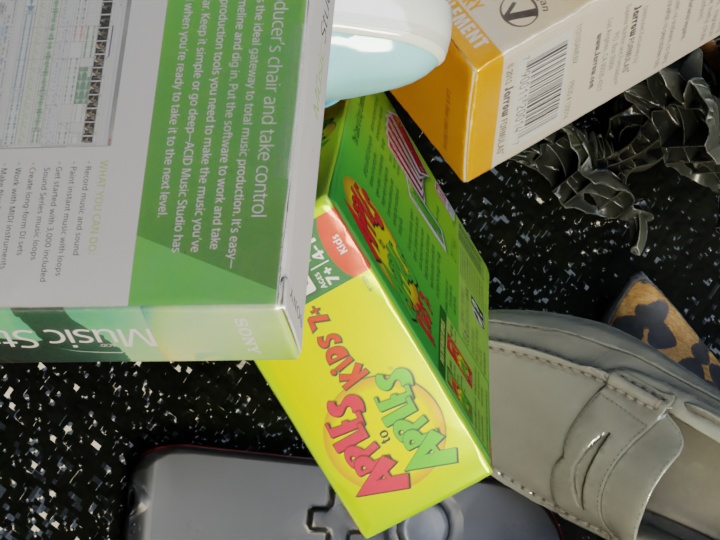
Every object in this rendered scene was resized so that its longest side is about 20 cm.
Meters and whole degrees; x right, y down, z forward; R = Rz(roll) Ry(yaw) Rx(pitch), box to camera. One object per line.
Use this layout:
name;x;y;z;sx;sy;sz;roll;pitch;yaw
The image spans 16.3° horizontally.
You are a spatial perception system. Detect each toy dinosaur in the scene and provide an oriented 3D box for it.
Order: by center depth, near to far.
toy dinosaur;0.137;-0.082;0.974;0.200;0.102;0.136;42;54;2

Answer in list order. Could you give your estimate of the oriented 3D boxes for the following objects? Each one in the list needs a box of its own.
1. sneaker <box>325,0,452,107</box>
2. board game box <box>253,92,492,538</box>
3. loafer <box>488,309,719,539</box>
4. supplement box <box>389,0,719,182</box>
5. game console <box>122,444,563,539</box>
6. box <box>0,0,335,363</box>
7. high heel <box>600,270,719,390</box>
sneaker;-0.066;-0.046;0.813;0.199;0.074;0.083;-7;81;11
board game box;0.000;0.000;0.844;0.047;0.200;0.102;-29;104;11
loafer;0.104;0.068;0.919;0.199;0.070;0.070;18;111;10
supplement box;0.083;-0.138;0.891;0.199;0.074;0.126;-31;65;-17
game console;-0.011;0.171;0.926;0.176;0.031;0.201;8;85;-26
box;-0.109;-0.043;0.747;0.199;0.036;0.145;-1;61;12
high heel;0.185;0.061;0.999;0.199;0.071;0.144;-9;100;-17
